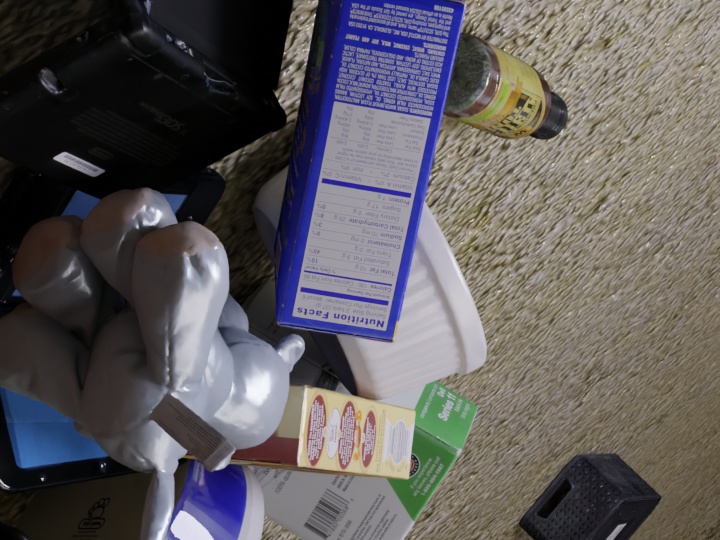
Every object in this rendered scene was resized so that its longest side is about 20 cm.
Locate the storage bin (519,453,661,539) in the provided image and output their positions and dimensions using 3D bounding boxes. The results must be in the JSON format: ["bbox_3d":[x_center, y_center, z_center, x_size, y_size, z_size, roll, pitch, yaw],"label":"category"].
[{"bbox_3d":[0.327,0.340,2.445,0.135,0.094,0.200,-52,155,13],"label":"storage bin"}]

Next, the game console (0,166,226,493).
[{"bbox_3d":[-0.156,0.031,1.109,0.176,0.116,0.200,-55,156,19],"label":"game console"}]

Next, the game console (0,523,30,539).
[{"bbox_3d":[-0.326,0.233,1.127,0.176,0.116,0.200,-26,149,-40],"label":"game console"}]

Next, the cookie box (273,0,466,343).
[{"bbox_3d":[0.000,-0.079,1.036,0.171,0.075,0.201,-103,-156,-73],"label":"cookie box"}]

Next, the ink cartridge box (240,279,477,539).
[{"bbox_3d":[-0.032,0.123,1.350,0.147,0.200,0.083,-58,180,27],"label":"ink cartridge box"}]

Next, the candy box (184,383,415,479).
[{"bbox_3d":[-0.051,0.108,1.184,0.200,0.115,0.056,23,71,-66],"label":"candy box"}]

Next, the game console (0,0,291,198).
[{"bbox_3d":[-0.121,-0.138,0.962,0.175,0.117,0.200,-27,163,13],"label":"game console"}]

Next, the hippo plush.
[{"bbox_3d":[-0.096,0.044,1.013,0.160,0.200,0.161,-56,152,17],"label":"hippo plush"}]

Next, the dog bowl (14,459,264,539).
[{"bbox_3d":[-0.168,0.200,1.251,0.200,0.200,0.079,-46,119,-1],"label":"dog bowl"}]

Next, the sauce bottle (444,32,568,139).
[{"bbox_3d":[0.111,-0.137,1.356,0.065,0.065,0.200,-53,155,15],"label":"sauce bottle"}]

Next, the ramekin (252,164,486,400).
[{"bbox_3d":[0.000,0.000,1.237,0.094,0.203,0.203,-28,154,-8],"label":"ramekin"}]
